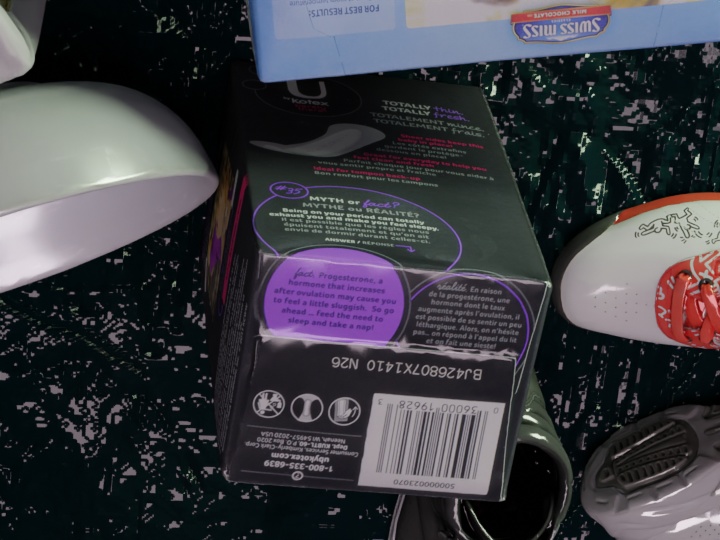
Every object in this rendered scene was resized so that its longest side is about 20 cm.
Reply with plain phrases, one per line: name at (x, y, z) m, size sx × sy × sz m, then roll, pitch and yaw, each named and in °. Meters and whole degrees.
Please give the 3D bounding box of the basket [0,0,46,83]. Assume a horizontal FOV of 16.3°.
basket at (-0.226, -0.158, 1.007) m, size 0.123 × 0.136 × 0.200 m, roll -25°, pitch 116°, yaw 10°

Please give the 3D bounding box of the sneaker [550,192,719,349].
sneaker at (0.193, 0.015, 1.151) m, size 0.201 × 0.108 × 0.067 m, roll -3°, pitch 117°, yaw -4°

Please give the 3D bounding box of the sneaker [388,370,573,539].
sneaker at (0.056, 0.133, 1.203) m, size 0.071 × 0.099 × 0.200 m, roll 0°, pitch 118°, yaw -8°

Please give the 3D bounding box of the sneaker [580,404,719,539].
sneaker at (0.213, 0.098, 1.223) m, size 0.200 × 0.078 × 0.099 m, roll -20°, pitch 124°, yaw 15°

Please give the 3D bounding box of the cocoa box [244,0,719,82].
cocoa box at (0.046, -0.167, 1.030) m, size 0.200 × 0.131 × 0.134 m, roll -6°, pitch 117°, yaw -3°

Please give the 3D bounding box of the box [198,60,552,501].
box at (0.000, 0.000, 1.072) m, size 0.122 × 0.200 × 0.106 m, roll 6°, pitch 116°, yaw -9°

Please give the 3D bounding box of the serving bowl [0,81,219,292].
serving bowl at (-0.163, -0.034, 1.063) m, size 0.200 × 0.200 × 0.066 m, roll -19°, pitch 85°, yaw 4°
